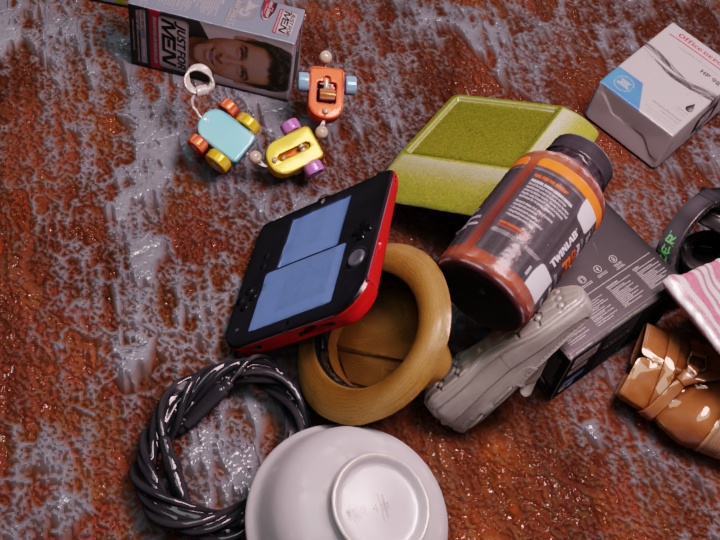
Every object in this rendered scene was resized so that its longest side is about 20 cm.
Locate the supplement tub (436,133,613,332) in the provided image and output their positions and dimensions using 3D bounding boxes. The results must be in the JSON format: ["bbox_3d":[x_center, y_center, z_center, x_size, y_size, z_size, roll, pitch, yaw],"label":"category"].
[{"bbox_3d":[0.168,-0.043,1.092,0.107,0.107,0.200,34,66,13],"label":"supplement tub"}]

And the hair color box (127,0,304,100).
[{"bbox_3d":[-0.172,-0.279,1.335,0.199,0.099,0.061,13,56,0],"label":"hair color box"}]

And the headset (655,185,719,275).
[{"bbox_3d":[0.391,-0.044,1.266,0.199,0.124,0.094,-17,39,-35],"label":"headset"}]

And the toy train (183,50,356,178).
[{"bbox_3d":[-0.104,-0.176,1.291,0.199,0.056,0.151,-1,78,-11],"label":"toy train"}]

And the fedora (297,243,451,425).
[{"bbox_3d":[0.027,0.070,1.101,0.082,0.200,0.201,30,46,-40],"label":"fedora"}]

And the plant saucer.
[{"bbox_3d":[0.140,-0.138,1.257,0.199,0.048,0.200,12,42,29],"label":"plant saucer"}]

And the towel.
[{"bbox_3d":[0.420,0.039,1.167,0.199,0.030,0.147,-16,57,-37],"label":"towel"}]

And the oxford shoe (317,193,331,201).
[{"bbox_3d":[0.000,0.000,1.203,0.071,0.071,0.200,-30,67,-19],"label":"oxford shoe"}]

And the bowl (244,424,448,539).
[{"bbox_3d":[0.003,0.223,1.017,0.200,0.090,0.202,11,60,-20],"label":"bowl"}]

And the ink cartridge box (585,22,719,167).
[{"bbox_3d":[0.392,-0.232,1.407,0.116,0.067,0.200,41,61,18],"label":"ink cartridge box"}]

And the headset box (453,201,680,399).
[{"bbox_3d":[0.211,0.004,1.214,0.174,0.093,0.200,-31,67,-24],"label":"headset box"}]

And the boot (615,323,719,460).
[{"bbox_3d":[0.371,0.095,1.190,0.154,0.074,0.200,29,59,9],"label":"boot"}]

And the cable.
[{"bbox_3d":[-0.131,0.170,1.093,0.162,0.051,0.201,15,59,7],"label":"cable"}]

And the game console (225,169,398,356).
[{"bbox_3d":[-0.051,-0.006,1.142,0.031,0.199,0.178,37,49,-35],"label":"game console"}]

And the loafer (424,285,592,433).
[{"bbox_3d":[0.153,0.090,1.113,0.070,0.200,0.070,43,24,-19],"label":"loafer"}]

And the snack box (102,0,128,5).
[{"bbox_3d":[-0.351,-0.404,1.363,0.199,0.142,0.053,11,56,-1],"label":"snack box"}]
